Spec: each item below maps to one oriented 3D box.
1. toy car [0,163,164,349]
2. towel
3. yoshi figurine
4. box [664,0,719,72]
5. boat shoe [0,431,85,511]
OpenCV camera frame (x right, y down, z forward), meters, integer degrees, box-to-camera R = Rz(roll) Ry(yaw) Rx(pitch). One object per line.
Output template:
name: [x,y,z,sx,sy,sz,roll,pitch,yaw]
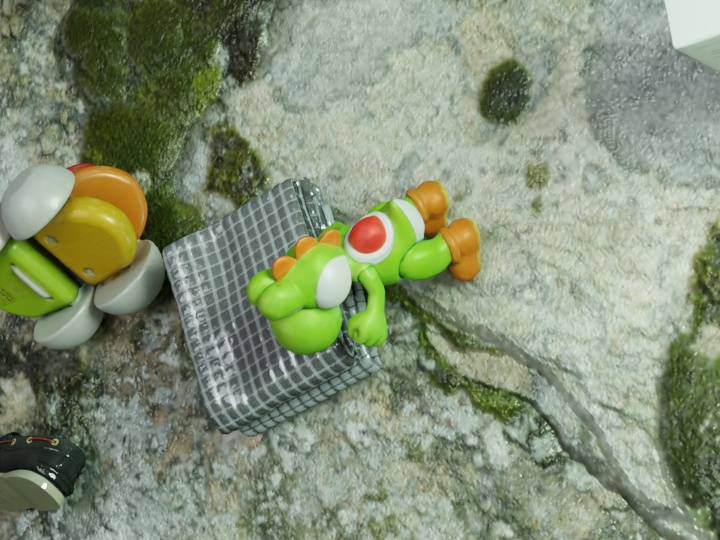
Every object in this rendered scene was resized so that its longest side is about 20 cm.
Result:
toy car: [-0.293,-0.034,1.634,0.200,0.175,0.150,-29,32,31]
towel: [-0.084,0.030,1.493,0.165,0.085,0.201,-31,65,29]
yoshi figurine: [-0.003,0.007,1.385,0.112,0.199,0.112,-2,108,66]
box: [0.308,-0.195,1.156,0.124,0.200,0.098,-18,72,33]
boat shoe: [-0.352,0.203,1.687,0.201,0.074,0.063,-6,43,46]
